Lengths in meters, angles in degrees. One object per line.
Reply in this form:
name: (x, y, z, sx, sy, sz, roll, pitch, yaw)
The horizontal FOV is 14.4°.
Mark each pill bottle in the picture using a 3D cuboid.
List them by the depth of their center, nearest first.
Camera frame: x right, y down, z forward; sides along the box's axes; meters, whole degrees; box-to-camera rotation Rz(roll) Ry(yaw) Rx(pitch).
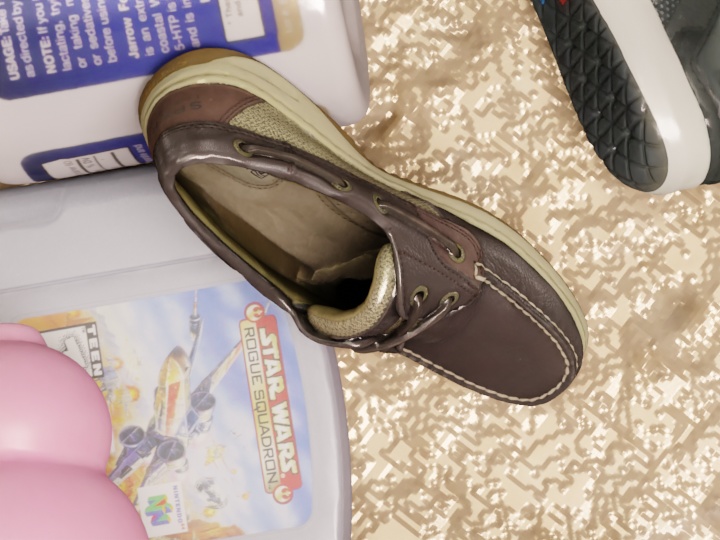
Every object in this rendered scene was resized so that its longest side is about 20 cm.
pill bottle: (-0.104, -0.096, 1.062, 0.199, 0.120, 0.120, -10, 83, 4)

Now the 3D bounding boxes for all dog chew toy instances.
dog chew toy: (-0.126, 0.118, 1.010, 0.124, 0.125, 0.201, -3, 75, 6)

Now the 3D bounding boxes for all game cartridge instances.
game cartridge: (-0.072, 0.058, 1.085, 0.133, 0.042, 0.201, -11, 82, 9)

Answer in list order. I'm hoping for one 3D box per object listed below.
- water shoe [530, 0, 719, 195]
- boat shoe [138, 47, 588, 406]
water shoe: (0.104, -0.125, 1.081, 0.079, 0.071, 0.200, -13, 80, -23)
boat shoe: (0.000, 0.000, 1.027, 0.200, 0.065, 0.073, 32, 126, -22)
